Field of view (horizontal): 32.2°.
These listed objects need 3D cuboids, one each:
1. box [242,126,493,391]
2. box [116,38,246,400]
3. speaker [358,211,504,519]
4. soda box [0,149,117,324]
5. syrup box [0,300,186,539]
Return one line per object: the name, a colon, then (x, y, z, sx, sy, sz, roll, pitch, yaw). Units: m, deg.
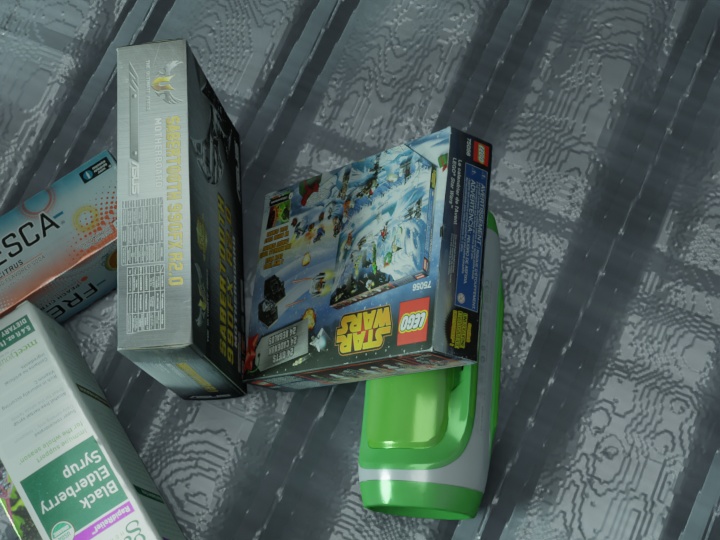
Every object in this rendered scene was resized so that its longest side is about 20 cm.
box: (0.000, 0.000, 0.800, 0.040, 0.199, 0.138, 18, 71, -35)
box: (-0.116, -0.027, 0.826, 0.048, 0.158, 0.201, -5, 72, 5)
speaker: (0.047, 0.058, 0.820, 0.088, 0.088, 0.201, 3, 74, 8)
soda box: (-0.237, 0.004, 0.879, 0.199, 0.064, 0.069, -33, 68, -4)
syrup box: (-0.196, 0.130, 0.829, 0.078, 0.081, 0.201, -32, 71, -4)
